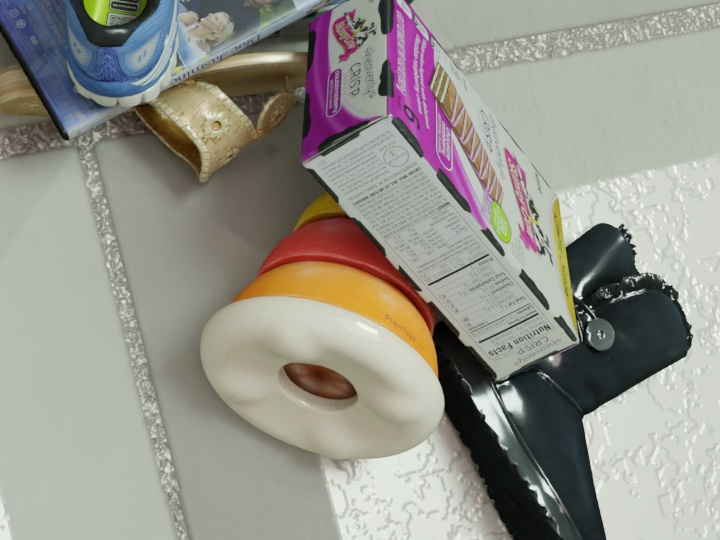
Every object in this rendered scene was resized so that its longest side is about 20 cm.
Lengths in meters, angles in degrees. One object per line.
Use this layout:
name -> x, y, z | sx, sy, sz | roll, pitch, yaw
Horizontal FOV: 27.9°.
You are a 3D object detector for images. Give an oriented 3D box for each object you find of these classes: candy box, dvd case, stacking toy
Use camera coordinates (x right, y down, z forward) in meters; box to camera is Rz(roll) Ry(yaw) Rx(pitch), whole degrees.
candy box -> 0.048, -0.051, 0.836 | 0.200, 0.061, 0.137 | 48, 27, -34
dvd case -> -0.117, -0.181, 0.837 | 0.200, 0.018, 0.143 | -30, 81, -12
stacking toy -> 0.000, 0.000, 0.876 | 0.146, 0.146, 0.200 | 30, 54, -13

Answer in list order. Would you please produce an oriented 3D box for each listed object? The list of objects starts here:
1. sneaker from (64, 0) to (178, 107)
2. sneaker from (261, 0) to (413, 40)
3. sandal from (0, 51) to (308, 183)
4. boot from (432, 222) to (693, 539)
sneaker -> -0.122, -0.195, 0.784 | 0.078, 0.089, 0.201 | 2, 74, -6
sneaker -> -0.056, -0.204, 0.898 | 0.199, 0.081, 0.116 | -14, 88, -21
sandal -> -0.108, -0.086, 0.863 | 0.211, 0.078, 0.070 | -3, 83, -13
boot -> 0.150, 0.085, 0.924 | 0.168, 0.076, 0.201 | -27, 84, -19
